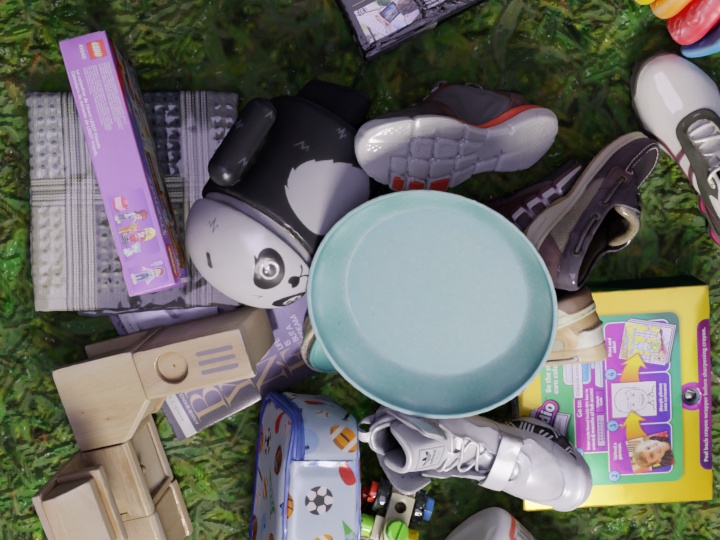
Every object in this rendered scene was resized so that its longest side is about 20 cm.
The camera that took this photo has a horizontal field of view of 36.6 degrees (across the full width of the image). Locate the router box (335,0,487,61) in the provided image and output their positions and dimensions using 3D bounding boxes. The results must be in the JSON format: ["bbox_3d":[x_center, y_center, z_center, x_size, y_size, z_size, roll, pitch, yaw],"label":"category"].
[{"bbox_3d":[0.061,-0.290,0.928,0.200,0.051,0.149,-26,97,3],"label":"router box"}]

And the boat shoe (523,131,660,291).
[{"bbox_3d":[0.204,-0.046,0.915,0.065,0.200,0.072,28,140,28],"label":"boat shoe"}]

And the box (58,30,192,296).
[{"bbox_3d":[-0.186,-0.081,0.881,0.039,0.137,0.200,-15,91,-3],"label":"box"}]

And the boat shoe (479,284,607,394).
[{"bbox_3d":[0.119,0.073,0.931,0.200,0.072,0.076,-18,98,47],"label":"boat shoe"}]

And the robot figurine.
[{"bbox_3d":[-0.058,-0.064,0.909,0.150,0.125,0.200,37,73,-11],"label":"robot figurine"}]

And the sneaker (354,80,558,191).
[{"bbox_3d":[0.070,-0.119,0.916,0.200,0.082,0.077,-7,136,-35],"label":"sneaker"}]

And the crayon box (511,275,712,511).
[{"bbox_3d":[0.225,0.111,0.989,0.172,0.058,0.200,-3,99,2],"label":"crayon box"}]

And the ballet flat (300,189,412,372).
[{"bbox_3d":[0.000,0.000,0.930,0.067,0.062,0.200,23,117,-23],"label":"ballet flat"}]

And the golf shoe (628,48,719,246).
[{"bbox_3d":[0.308,-0.106,0.944,0.077,0.088,0.200,-33,97,6],"label":"golf shoe"}]

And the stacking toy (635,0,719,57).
[{"bbox_3d":[0.237,-0.269,0.901,0.200,0.110,0.116,26,95,-8],"label":"stacking toy"}]

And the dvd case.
[{"bbox_3d":[-0.113,0.049,0.996,0.200,0.016,0.149,-27,99,4],"label":"dvd case"}]

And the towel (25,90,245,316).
[{"bbox_3d":[-0.198,-0.059,0.966,0.192,0.035,0.200,-1,90,-3],"label":"towel"}]

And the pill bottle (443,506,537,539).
[{"bbox_3d":[0.159,0.322,0.994,0.112,0.112,0.200,-44,96,6],"label":"pill bottle"}]

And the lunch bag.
[{"bbox_3d":[-0.055,0.210,0.952,0.076,0.160,0.200,6,93,-19],"label":"lunch bag"}]

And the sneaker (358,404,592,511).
[{"bbox_3d":[0.093,0.161,0.933,0.200,0.115,0.075,26,114,23],"label":"sneaker"}]

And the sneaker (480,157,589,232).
[{"bbox_3d":[0.101,-0.056,0.958,0.200,0.076,0.116,-42,72,-12],"label":"sneaker"}]

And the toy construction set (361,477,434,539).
[{"bbox_3d":[0.022,0.254,0.954,0.092,0.200,0.131,21,75,-17],"label":"toy construction set"}]

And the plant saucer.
[{"bbox_3d":[0.058,0.024,0.867,0.200,0.036,0.200,6,116,12],"label":"plant saucer"}]

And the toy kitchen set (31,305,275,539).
[{"bbox_3d":[-0.157,0.161,0.919,0.180,0.163,0.200,-14,102,13],"label":"toy kitchen set"}]
